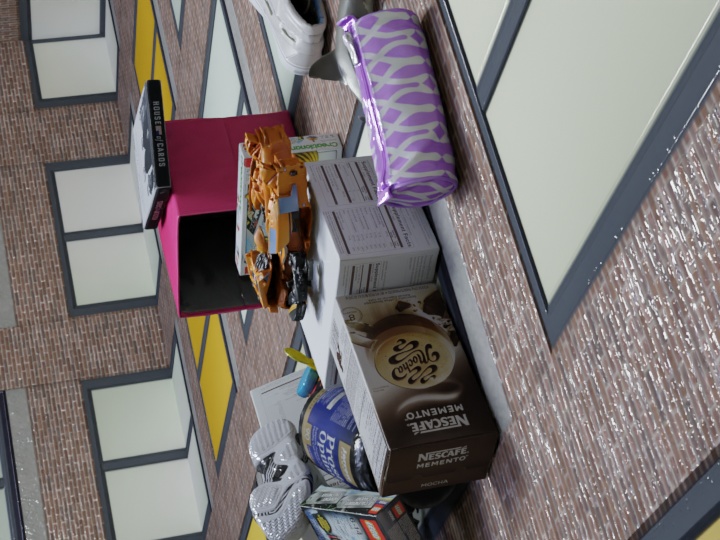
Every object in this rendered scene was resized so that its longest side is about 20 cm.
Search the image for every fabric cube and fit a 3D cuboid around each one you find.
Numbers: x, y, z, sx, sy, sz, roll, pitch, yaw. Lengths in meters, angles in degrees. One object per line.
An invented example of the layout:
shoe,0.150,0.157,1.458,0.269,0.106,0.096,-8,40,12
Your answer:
fabric cube,-0.175,-0.080,2.058,0.200,0.199,0.197,-109,18,-44

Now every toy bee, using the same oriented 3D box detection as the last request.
toy bee,-0.030,0.146,1.755,0.109,0.130,0.201,152,123,-75

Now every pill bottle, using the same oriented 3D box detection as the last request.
pill bottle,0.022,0.187,1.582,0.200,0.112,0.112,17,114,62

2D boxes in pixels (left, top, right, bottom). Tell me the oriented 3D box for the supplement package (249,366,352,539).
supplement package,-0.052,0.235,1.862,0.110,0.113,0.200,66,-177,-48

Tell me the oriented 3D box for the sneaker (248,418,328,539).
sneaker,-0.071,0.263,1.667,0.115,0.075,0.200,61,-174,-29

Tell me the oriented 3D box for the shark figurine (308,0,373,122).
shark figurine,-0.008,-0.208,1.579,0.128,0.089,0.215,99,160,-51

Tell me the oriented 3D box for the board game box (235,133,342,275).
board game box,-0.094,-0.083,1.885,0.035,0.126,0.200,-111,20,-43

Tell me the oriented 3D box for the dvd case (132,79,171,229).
dvd case,-0.285,-0.154,2.012,0.200,0.025,0.151,132,132,-71

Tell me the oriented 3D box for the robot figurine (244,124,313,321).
robot figurine,-0.089,-0.045,1.580,0.145,0.058,0.201,-119,27,-56

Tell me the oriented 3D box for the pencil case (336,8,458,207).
pencil case,0.036,-0.159,1.432,0.084,0.085,0.201,-33,65,44

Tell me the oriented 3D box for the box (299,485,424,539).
box,0.031,0.320,1.548,0.137,0.040,0.200,-6,118,53

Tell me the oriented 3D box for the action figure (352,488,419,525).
action figure,0.025,0.291,1.679,0.119,0.102,0.201,121,136,-70

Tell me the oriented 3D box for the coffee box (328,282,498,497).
coffee box,0.049,0.116,1.470,0.080,0.113,0.200,98,158,-46

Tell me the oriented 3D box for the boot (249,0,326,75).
boot,-0.088,-0.350,1.866,0.200,0.073,0.096,64,152,28

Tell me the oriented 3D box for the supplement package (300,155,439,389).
supplement package,0.000,0.000,1.599,0.200,0.110,0.156,99,158,-45
